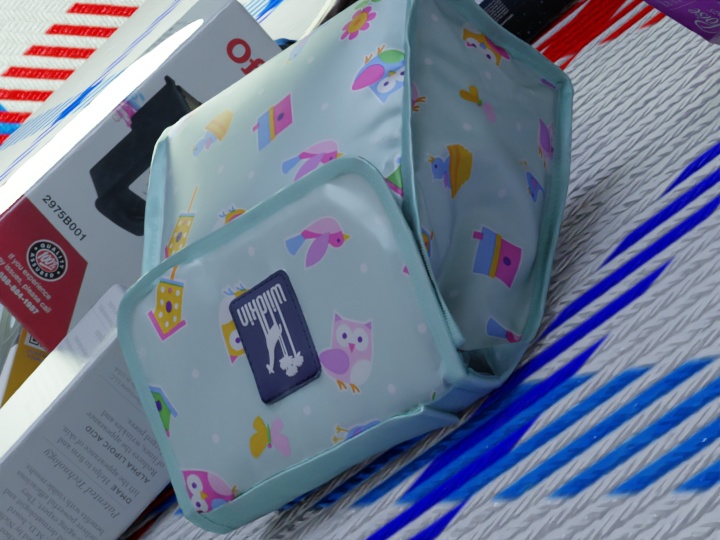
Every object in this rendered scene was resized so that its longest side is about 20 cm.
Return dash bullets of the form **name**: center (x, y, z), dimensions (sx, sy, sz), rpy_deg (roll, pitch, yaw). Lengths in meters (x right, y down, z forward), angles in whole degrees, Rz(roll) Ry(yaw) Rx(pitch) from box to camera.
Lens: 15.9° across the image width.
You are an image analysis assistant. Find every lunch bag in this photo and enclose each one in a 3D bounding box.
- **lunch bag**: center (-0.007, -0.001, 1.062), dimensions (0.170, 0.122, 0.201), rpy_deg (-29, 38, 35)

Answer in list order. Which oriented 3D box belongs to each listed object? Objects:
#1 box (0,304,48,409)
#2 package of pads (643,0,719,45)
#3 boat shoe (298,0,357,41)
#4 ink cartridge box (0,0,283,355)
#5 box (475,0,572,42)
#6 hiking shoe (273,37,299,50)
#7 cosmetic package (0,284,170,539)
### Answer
- **box**: center (-0.203, 0.065, 1.451), dimensions (0.119, 0.041, 0.201), rpy_deg (-20, 51, 58)
- **package of pads**: center (0.148, -0.210, 1.107), dimensions (0.076, 0.120, 0.201), rpy_deg (-27, 46, 48)
- **boat shoe**: center (0.007, -0.158, 1.656), dimensions (0.202, 0.075, 0.075), rpy_deg (-42, 5, 1)
- **ink cartridge box**: center (-0.098, -0.029, 1.370), dimensions (0.200, 0.146, 0.083), rpy_deg (-44, 14, -6)
- **box**: center (0.100, -0.176, 1.499), dimensions (0.200, 0.038, 0.137), rpy_deg (-43, 12, 1)
- **hiking shoe**: center (-0.059, -0.098, 1.521), dimensions (0.086, 0.075, 0.200), rpy_deg (-19, 10, -8)
- **cosmetic package**: center (-0.154, 0.106, 1.243), dimensions (0.200, 0.074, 0.102), rpy_deg (-49, 13, -1)
